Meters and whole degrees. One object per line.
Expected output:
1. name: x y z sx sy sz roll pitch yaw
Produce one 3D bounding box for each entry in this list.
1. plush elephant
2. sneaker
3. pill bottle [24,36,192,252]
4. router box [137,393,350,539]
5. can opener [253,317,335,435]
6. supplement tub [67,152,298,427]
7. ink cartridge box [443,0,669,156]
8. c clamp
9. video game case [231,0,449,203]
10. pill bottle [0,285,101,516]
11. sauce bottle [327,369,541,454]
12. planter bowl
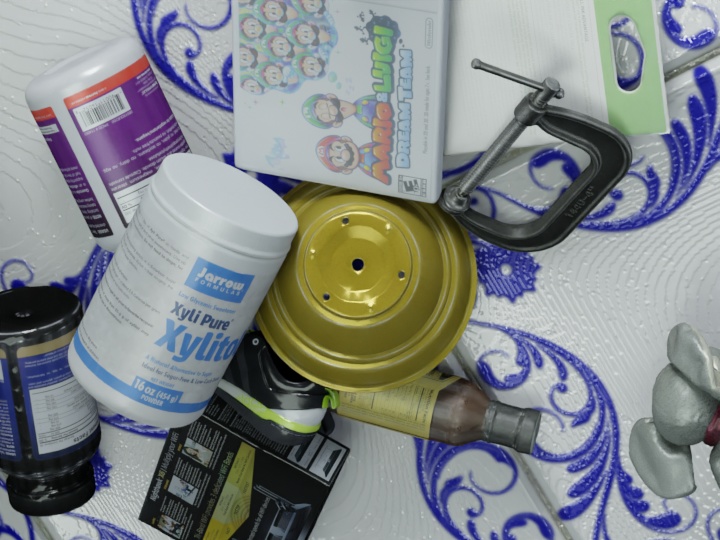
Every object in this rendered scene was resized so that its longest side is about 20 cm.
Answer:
1. plush elephant: 0.311 0.122 1.612 0.155 0.200 0.165 40 128 18
2. sneaker: -0.100 0.072 1.718 0.200 0.072 0.083 35 111 16
3. pill bottle: -0.206 -0.096 1.699 0.112 0.113 0.201 -18 107 24
4. router box: -0.112 0.201 1.802 0.157 0.052 0.200 29 137 4
5. can opener: -0.059 0.068 1.758 0.067 0.053 0.201 -14 109 24
6. supplement tub: -0.151 0.018 1.621 0.131 0.132 0.201 30 110 3
7. ink cartridge box: 0.148 -0.176 1.587 0.199 0.048 0.146 -5 112 13
8. c clamp: 0.131 -0.089 1.599 0.170 0.027 0.200 15 138 -16
9. video game case: -0.018 -0.159 1.582 0.181 0.024 0.201 11 124 15
10. pill bottle: -0.306 0.126 1.830 0.111 0.112 0.201 3 114 17
11. sauce bottle: 0.063 0.121 1.737 0.199 0.065 0.065 15 117 9
12. planter bowl: 0.000 0.000 1.637 0.199 0.083 0.202 0 81 3
